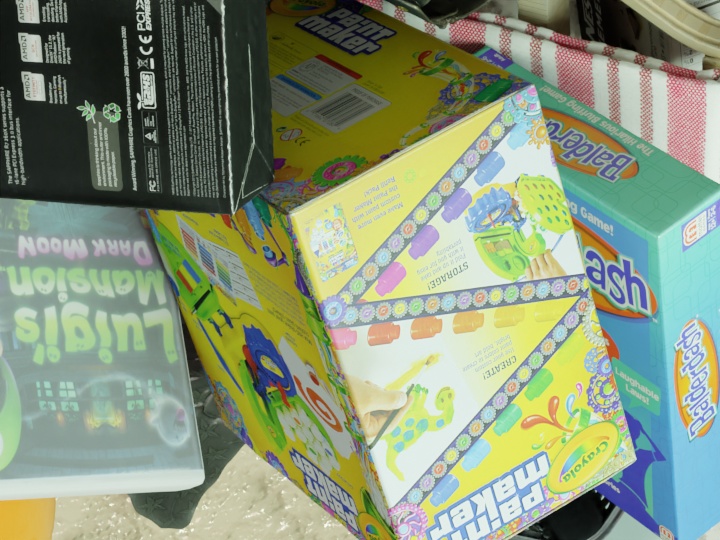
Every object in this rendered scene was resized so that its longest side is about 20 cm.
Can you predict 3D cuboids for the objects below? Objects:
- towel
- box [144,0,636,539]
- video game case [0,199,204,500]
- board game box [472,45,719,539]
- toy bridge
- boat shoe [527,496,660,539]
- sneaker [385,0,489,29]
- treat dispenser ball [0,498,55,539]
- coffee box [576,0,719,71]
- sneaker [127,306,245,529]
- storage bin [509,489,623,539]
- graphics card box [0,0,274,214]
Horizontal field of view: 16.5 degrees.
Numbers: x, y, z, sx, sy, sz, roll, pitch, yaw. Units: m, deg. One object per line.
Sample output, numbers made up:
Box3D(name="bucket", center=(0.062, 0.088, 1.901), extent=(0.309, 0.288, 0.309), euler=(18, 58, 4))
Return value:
Box3D(name="towel", center=(0.084, -0.060, 1.176), extent=(0.147, 0.199, 0.030), euler=(86, 28, -45))
Box3D(name="box", center=(0.000, 0.000, 1.101), extent=(0.122, 0.200, 0.194), euler=(-28, 121, -18))
Box3D(name="video game case", center=(-0.155, 0.011, 1.109), extent=(0.023, 0.183, 0.199), euler=(-17, 168, 37))
Box3D(name="board game box", center=(0.103, 0.014, 1.138), extent=(0.045, 0.152, 0.201), euler=(-33, 136, -24))
Box3D(name="toy bridge", center=(0.085, -0.126, 1.149), extent=(0.027, 0.199, 0.067), euler=(-53, 150, -38))
Box3D(name="boat shoe", center=(0.105, 0.164, 1.445), extent=(0.200, 0.091, 0.071), euler=(-41, 92, -20))
Box3D(name="sneaker", center=(-0.019, -0.159, 1.067), extent=(0.199, 0.106, 0.075), euler=(-10, 140, -47))
Box3D(name="treat dispenser ball", center=(-0.241, 0.105, 1.147), extent=(0.200, 0.201, 0.202), euler=(-12, 129, -16))
Box3D(name="coffee box", center=(0.152, -0.173, 1.176), extent=(0.079, 0.113, 0.201), euler=(-21, 132, -11))
Box3D(name="sneaker", center=(-0.084, 0.047, 1.273), extent=(0.104, 0.060, 0.200), euler=(19, 121, -33))
Box3D(name="storage bin", center=(0.104, 0.042, 1.329), extent=(0.135, 0.094, 0.201), euler=(14, 118, -32))
Box3D(name="graphics card box", center=(-0.134, -0.092, 0.971), extent=(0.199, 0.051, 0.126), euler=(4, 109, 20))
